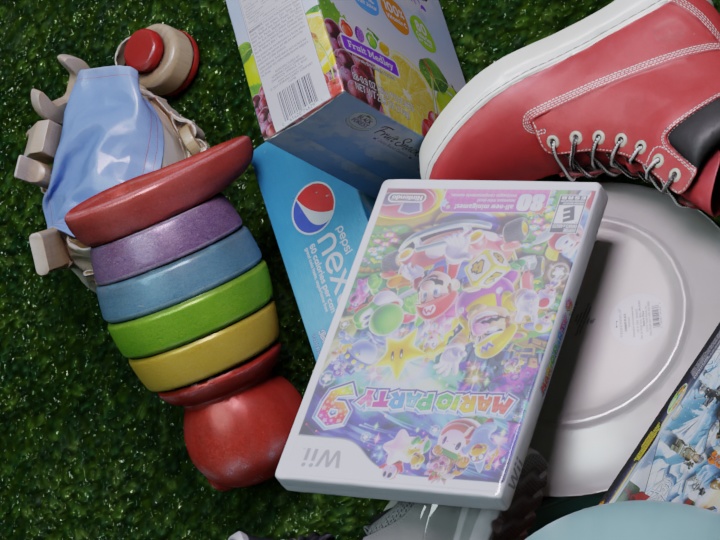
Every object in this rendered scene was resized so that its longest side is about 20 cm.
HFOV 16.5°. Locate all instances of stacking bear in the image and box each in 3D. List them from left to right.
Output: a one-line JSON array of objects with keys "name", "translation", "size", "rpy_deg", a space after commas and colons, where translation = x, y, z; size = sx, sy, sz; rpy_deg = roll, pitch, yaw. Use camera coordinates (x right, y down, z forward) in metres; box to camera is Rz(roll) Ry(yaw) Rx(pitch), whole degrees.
[{"name": "stacking bear", "translation": [-0.095, 0.037, 1.526], "size": [0.121, 0.114, 0.201], "rpy_deg": [-19, 98, 25]}]

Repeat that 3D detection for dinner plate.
[{"name": "dinner plate", "translation": [0.122, 0.032, 1.399], "size": [0.199, 0.024, 0.201], "rpy_deg": [-9, 59, 16]}]

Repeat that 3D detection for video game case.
[{"name": "video game case", "translation": [0.046, 0.036, 1.371], "size": [0.142, 0.018, 0.201], "rpy_deg": [2, 58, 31]}]

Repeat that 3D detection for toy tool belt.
[{"name": "toy tool belt", "translation": [-0.165, -0.081, 1.632], "size": [0.124, 0.123, 0.201], "rpy_deg": [-6, 72, 35]}]

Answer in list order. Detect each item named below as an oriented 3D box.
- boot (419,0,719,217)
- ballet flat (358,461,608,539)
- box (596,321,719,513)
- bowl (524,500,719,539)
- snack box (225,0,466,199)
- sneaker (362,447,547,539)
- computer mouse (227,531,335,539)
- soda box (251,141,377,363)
[{"name": "boot", "translation": [0.135, -0.065, 1.411], "size": [0.199, 0.072, 0.145], "rpy_deg": [-32, 52, 12]}, {"name": "ballet flat", "translation": [0.068, 0.136, 1.430], "size": [0.199, 0.068, 0.069], "rpy_deg": [-23, 53, 19]}, {"name": "box", "translation": [0.210, 0.117, 1.288], "size": [0.137, 0.040, 0.201], "rpy_deg": [33, 98, -3]}, {"name": "bowl", "translation": [0.143, 0.228, 1.240], "size": [0.199, 0.105, 0.202], "rpy_deg": [4, 114, 10]}, {"name": "snack box", "translation": [-0.010, -0.150, 1.507], "size": [0.067, 0.168, 0.201], "rpy_deg": [-31, 60, 24]}, {"name": "sneaker", "translation": [0.032, 0.173, 1.376], "size": [0.082, 0.075, 0.201], "rpy_deg": [30, 101, 28]}, {"name": "computer mouse", "translation": [-0.043, 0.194, 1.457], "size": [0.200, 0.044, 0.111], "rpy_deg": [-161, 69, -77]}, {"name": "soda box", "translation": [0.000, 0.000, 1.518], "size": [0.068, 0.064, 0.201], "rpy_deg": [-33, 59, 25]}]
